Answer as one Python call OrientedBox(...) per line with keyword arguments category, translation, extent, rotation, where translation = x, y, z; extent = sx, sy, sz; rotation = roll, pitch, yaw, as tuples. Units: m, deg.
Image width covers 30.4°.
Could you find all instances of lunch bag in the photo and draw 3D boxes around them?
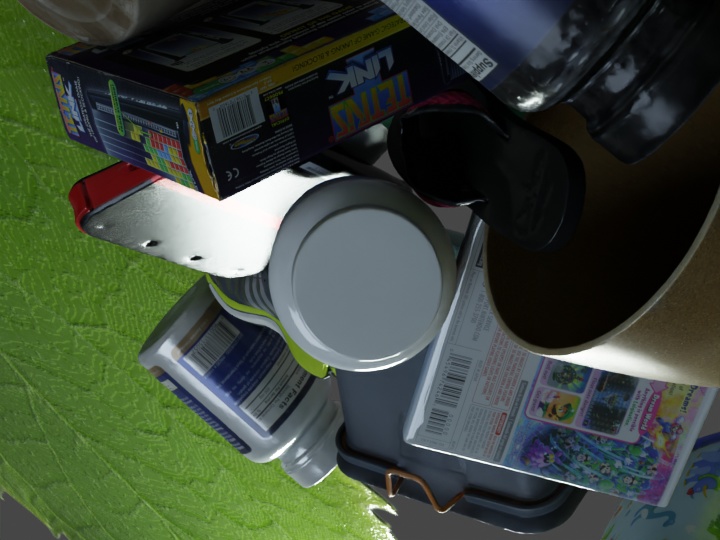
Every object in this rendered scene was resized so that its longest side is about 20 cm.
OrientedBox(category="lunch bag", translation=(0.232, 0.236, 1.006), extent=(0.127, 0.171, 0.200), rotation=(41, 149, -9))

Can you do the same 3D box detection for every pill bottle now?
OrientedBox(category="pill bottle", translation=(0.000, 0.000, 0.801), extent=(0.112, 0.113, 0.200), rotation=(39, -177, -6))
OrientedBox(category="pill bottle", translation=(0.065, -0.140, 0.560), extent=(0.199, 0.112, 0.112), rotation=(38, 150, -4))
OrientedBox(category="pill bottle", translation=(-0.098, 0.104, 1.223), extent=(0.200, 0.111, 0.111), rotation=(43, 150, -11))

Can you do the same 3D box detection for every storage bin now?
OrientedBox(category="storage bin", translation=(0.063, 0.083, 0.942), extent=(0.198, 0.146, 0.135), rotation=(11, 132, 36))

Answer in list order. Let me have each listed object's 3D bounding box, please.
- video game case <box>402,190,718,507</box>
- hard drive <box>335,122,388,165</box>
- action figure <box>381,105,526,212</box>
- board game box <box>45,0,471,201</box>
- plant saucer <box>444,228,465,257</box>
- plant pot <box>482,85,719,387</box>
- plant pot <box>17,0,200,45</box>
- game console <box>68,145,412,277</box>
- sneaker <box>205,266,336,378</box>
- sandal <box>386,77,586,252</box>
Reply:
OrientedBox(category="video game case", translation=(0.138, 0.042, 0.821), extent=(0.180, 0.024, 0.202), rotation=(14, 115, -4))
OrientedBox(category="hard drive", translation=(-0.065, -0.079, 0.934), extent=(0.138, 0.033, 0.200), rotation=(1, 160, -23))
OrientedBox(category="action figure", translation=(0.097, -0.113, 0.773), extent=(0.118, 0.055, 0.200), rotation=(37, 143, 2))
OrientedBox(category="board game box", translation=(-0.047, -0.117, 0.733), extent=(0.165, 0.199, 0.057), rotation=(22, 132, 49))
OrientedBox(category="plant saucer", translation=(0.078, 0.032, 1.013), extent=(0.198, 0.036, 0.201), rotation=(26, 148, 18))
OrientedBox(category="plant pot", translation=(0.196, -0.013, 0.698), extent=(0.199, 0.188, 0.186), rotation=(23, 157, -27))
OrientedBox(category="plant pot", translation=(-0.119, -0.224, 0.723), extent=(0.199, 0.174, 0.201), rotation=(26, 148, 18))
OrientedBox(category="game console", translation=(-0.083, -0.051, 0.923), extent=(0.176, 0.031, 0.199), rotation=(-24, 157, 27))
OrientedBox(category="sneaker", translation=(-0.062, 0.006, 1.072), extent=(0.199, 0.074, 0.082), rotation=(31, 143, 40))
OrientedBox(category="sandal", translation=(0.053, -0.064, 0.718), extent=(0.200, 0.045, 0.076), rotation=(-140, 56, -62))
